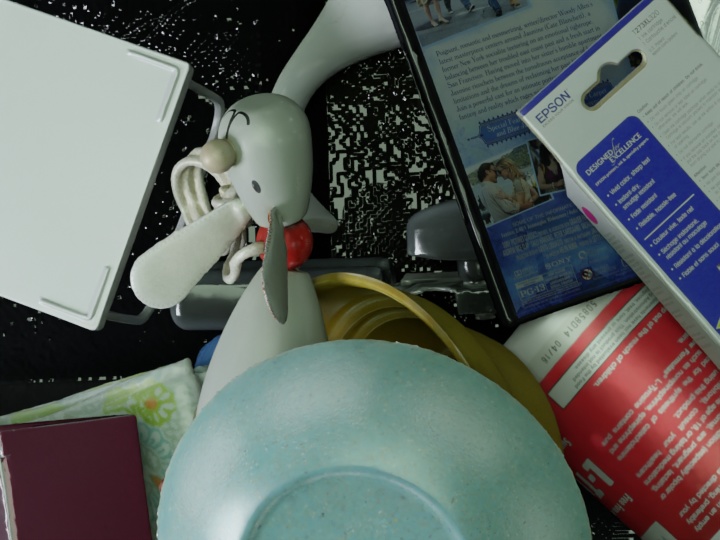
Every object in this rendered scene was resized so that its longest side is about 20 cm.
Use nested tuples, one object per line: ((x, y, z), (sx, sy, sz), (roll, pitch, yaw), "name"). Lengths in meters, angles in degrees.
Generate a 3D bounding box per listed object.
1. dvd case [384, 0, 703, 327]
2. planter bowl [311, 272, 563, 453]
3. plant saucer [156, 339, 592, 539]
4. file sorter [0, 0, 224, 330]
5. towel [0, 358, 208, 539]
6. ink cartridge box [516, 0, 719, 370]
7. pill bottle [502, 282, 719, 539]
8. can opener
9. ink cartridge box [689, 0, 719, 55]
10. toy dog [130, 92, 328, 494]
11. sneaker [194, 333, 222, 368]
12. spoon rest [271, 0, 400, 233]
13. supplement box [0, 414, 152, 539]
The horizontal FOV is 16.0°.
((0.101, -0.088, 1.238), (0.142, 0.018, 0.201), (-19, 85, -10), "dvd case")
((0.038, 0.090, 1.234), (0.083, 0.200, 0.201), (-16, 81, -37), "planter bowl")
((0.002, 0.131, 1.132), (0.200, 0.039, 0.202), (3, 106, 12), "plant saucer")
((-0.189, -0.065, 1.329), (0.199, 0.125, 0.139), (20, 90, 10), "file sorter")
((-0.117, 0.156, 1.302), (0.171, 0.048, 0.201), (-19, 82, 40), "towel")
((0.169, -0.027, 1.212), (0.095, 0.037, 0.200), (-41, 92, -11), "ink cartridge box")
((0.167, 0.083, 1.273), (0.200, 0.112, 0.112), (42, 92, 9), "pill bottle")
((0.000, 0.000, 1.333), (0.199, 0.053, 0.067), (-6, 96, 10), "can opener")
((0.182, -0.138, 1.301), (0.200, 0.084, 0.145), (37, 92, 9), "ink cartridge box")
((-0.061, 0.028, 1.189), (0.096, 0.132, 0.201), (-16, 87, -37), "toy dog")
((-0.056, 0.131, 1.333), (0.066, 0.078, 0.201), (-6, 95, -29), "sneaker")
((0.004, -0.119, 1.330), (0.061, 0.099, 0.200), (36, 104, 27), "spoon rest")
((-0.195, 0.136, 1.277), (0.200, 0.085, 0.111), (-11, 85, 48), "supplement box")
